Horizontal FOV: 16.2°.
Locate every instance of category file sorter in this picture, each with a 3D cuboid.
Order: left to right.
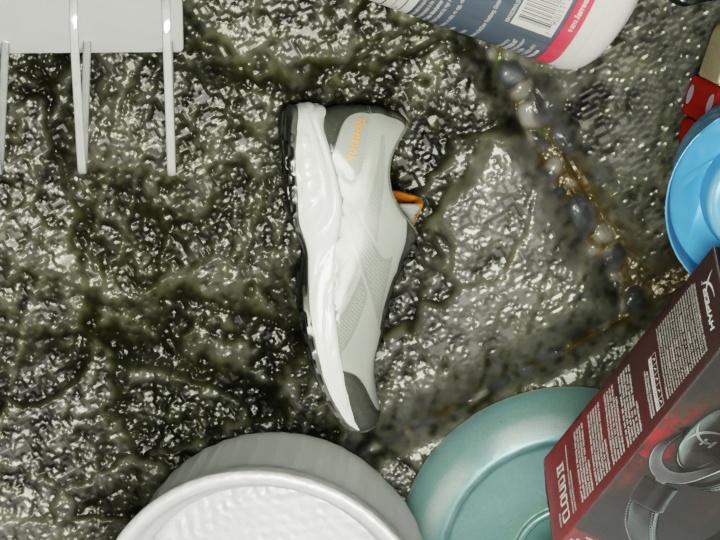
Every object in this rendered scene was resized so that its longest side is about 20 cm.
[{"bbox_3d":[-0.194,-0.130,1.339,0.199,0.125,0.139,-1,140,-3],"label":"file sorter"}]

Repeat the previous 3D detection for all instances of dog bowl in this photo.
[{"bbox_3d":[0.259,-0.041,1.363,0.199,0.050,0.112,4,112,-5],"label":"dog bowl"}]

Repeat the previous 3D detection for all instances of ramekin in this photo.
[{"bbox_3d":[-0.052,0.193,1.496,0.199,0.098,0.201,2,109,5],"label":"ramekin"}]

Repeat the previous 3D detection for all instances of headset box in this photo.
[{"bbox_3d":[0.203,0.101,1.380,0.148,0.077,0.200,22,125,-19],"label":"headset box"}]

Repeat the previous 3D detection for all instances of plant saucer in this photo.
[{"bbox_3d":[0.124,0.169,1.549,0.199,0.027,0.201,-1,111,-3],"label":"plant saucer"}]

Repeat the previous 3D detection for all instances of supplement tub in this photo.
[{"bbox_3d":[0.053,-0.201,1.347,0.199,0.140,0.141,19,108,-10],"label":"supplement tub"}]

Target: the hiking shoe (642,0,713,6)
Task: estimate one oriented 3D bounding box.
[{"bbox_3d":[0.247,-0.194,1.378,0.199,0.087,0.075,-26,112,17],"label":"hiking shoe"}]

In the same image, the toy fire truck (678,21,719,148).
[{"bbox_3d":[0.256,-0.034,1.447,0.175,0.129,0.201,17,98,-10],"label":"toy fire truck"}]

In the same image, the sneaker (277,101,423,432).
[{"bbox_3d":[0.000,0.000,1.456,0.079,0.074,0.201,-7,111,-7],"label":"sneaker"}]
